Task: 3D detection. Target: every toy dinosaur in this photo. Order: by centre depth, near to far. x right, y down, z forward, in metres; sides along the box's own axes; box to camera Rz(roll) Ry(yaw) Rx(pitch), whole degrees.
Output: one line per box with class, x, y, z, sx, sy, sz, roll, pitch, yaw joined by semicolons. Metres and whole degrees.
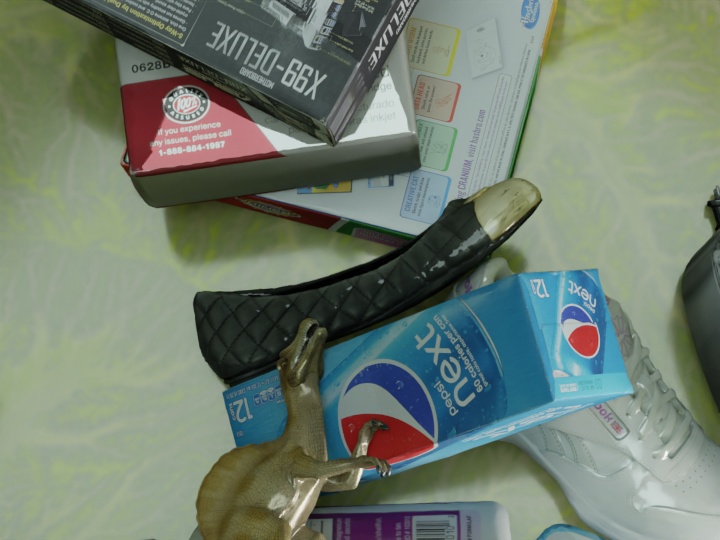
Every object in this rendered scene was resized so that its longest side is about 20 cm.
toy dinosaur;-0.043;0.123;1.085;0.101;0.058;0.200;18;69;35

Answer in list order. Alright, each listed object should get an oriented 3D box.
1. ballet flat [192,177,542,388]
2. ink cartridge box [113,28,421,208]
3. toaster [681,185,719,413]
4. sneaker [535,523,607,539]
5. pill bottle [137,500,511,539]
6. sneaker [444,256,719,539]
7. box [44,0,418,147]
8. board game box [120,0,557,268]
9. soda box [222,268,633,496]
ballet flat;0.000;0.000;1.168;0.200;0.066;0.057;-27;90;19
ink cartridge box;-0.054;-0.145;1.173;0.147;0.083;0.200;-9;80;1
toaster;0.233;0.033;1.149;0.114;0.129;0.200;-20;79;-3
sneaker;0.149;0.212;1.147;0.081;0.077;0.200;-40;79;-3
pill bottle;-0.025;0.172;1.140;0.200;0.112;0.112;-2;79;2
sneaker;0.122;0.069;1.157;0.200;0.100;0.075;32;43;6
box;-0.063;-0.174;1.110;0.200;0.050;0.158;26;82;8
board game box;-0.010;-0.099;1.226;0.200;0.040;0.153;15;80;5
soda box;0.029;0.059;1.126;0.200;0.068;0.064;-24;77;38
